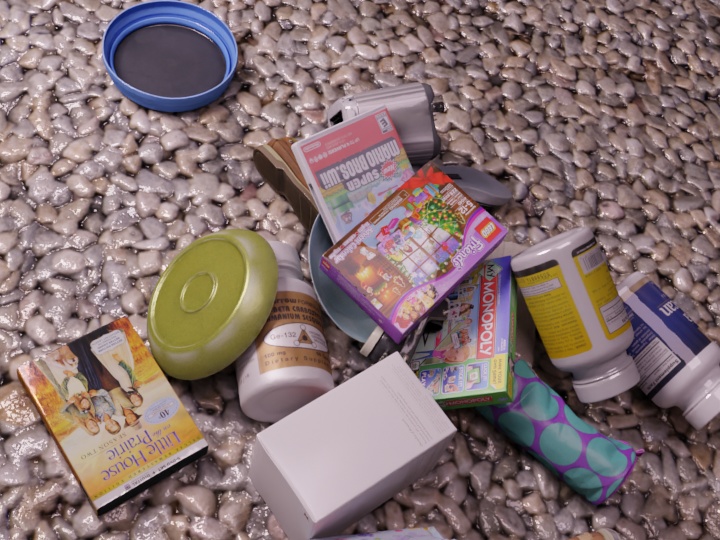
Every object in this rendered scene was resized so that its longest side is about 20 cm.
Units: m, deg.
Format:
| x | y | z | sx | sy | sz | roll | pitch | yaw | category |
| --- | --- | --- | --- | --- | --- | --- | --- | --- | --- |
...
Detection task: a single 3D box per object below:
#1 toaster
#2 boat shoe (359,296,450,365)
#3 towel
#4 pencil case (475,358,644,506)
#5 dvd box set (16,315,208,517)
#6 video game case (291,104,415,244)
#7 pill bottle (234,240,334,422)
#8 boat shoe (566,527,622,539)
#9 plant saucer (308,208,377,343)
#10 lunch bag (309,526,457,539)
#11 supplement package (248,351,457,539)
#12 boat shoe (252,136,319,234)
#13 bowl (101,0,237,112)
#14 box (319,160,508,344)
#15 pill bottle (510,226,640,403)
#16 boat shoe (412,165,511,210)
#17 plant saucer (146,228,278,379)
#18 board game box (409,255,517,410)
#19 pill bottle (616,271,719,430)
| x | y | z | sx | sy | sz | roll | pitch | yaw | category |
| --- | --- | --- | --- | --- | --- | --- | --- | --- | --- |
| 0.031 | -0.194 | 1.321 | 0.128 | 0.200 | 0.115 | -10 | 94 | -12 | toaster |
| 0.081 | 0.047 | 1.200 | 0.067 | 0.072 | 0.200 | 36 | 66 | 7 | boat shoe |
| 0.179 | 0.040 | 1.293 | 0.131 | 0.035 | 0.201 | 17 | 56 | -3 | towel |
| 0.241 | 0.195 | 1.175 | 0.200 | 0.085 | 0.092 | 40 | 72 | 13 | pencil case |
| -0.289 | 0.164 | 1.110 | 0.145 | 0.029 | 0.201 | -26 | 66 | -26 | dvd box set |
| 0.013 | -0.093 | 1.210 | 0.142 | 0.017 | 0.202 | -27 | 97 | -25 | video game case |
| -0.102 | 0.071 | 1.160 | 0.113 | 0.115 | 0.202 | -4 | 59 | -15 | pill bottle |
| 0.274 | 0.391 | 1.069 | 0.071 | 0.076 | 0.201 | -1 | 49 | -9 | boat shoe |
| 0.000 | 0.000 | 1.239 | 0.200 | 0.039 | 0.203 | 14 | 68 | -40 | plant saucer |
| 0.023 | 0.378 | 0.976 | 0.168 | 0.127 | 0.202 | -2 | 87 | -12 | lunch bag |
| -0.012 | 0.208 | 1.088 | 0.199 | 0.122 | 0.120 | -28 | 67 | -27 | supplement package |
| -0.067 | -0.113 | 1.313 | 0.068 | 0.072 | 0.200 | -29 | 68 | -26 | boat shoe |
| -0.282 | -0.318 | 1.416 | 0.198 | 0.040 | 0.202 | 6 | 56 | -9 | bowl |
| 0.066 | -0.026 | 1.168 | 0.137 | 0.039 | 0.200 | 43 | 67 | 11 | box |
| 0.273 | 0.057 | 1.188 | 0.111 | 0.111 | 0.202 | -24 | 92 | -25 | pill bottle |
| 0.131 | -0.101 | 1.351 | 0.198 | 0.068 | 0.074 | -4 | 43 | -44 | boat shoe |
| -0.187 | 0.032 | 1.143 | 0.198 | 0.031 | 0.202 | -18 | 54 | 26 | plant saucer |
| 0.128 | 0.079 | 1.196 | 0.133 | 0.029 | 0.202 | -12 | 49 | 25 | board game box |
| 0.399 | 0.108 | 1.250 | 0.111 | 0.111 | 0.200 | -32 | 70 | -28 | pill bottle |
